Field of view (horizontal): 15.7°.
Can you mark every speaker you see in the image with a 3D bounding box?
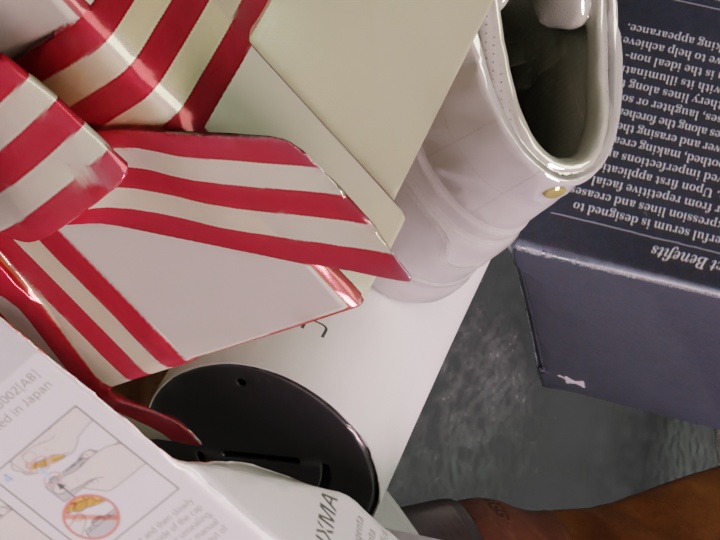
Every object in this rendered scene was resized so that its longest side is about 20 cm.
[{"bbox_3d":[0.000,0.000,0.879,0.082,0.081,0.200,66,34,-31],"label":"speaker"}]

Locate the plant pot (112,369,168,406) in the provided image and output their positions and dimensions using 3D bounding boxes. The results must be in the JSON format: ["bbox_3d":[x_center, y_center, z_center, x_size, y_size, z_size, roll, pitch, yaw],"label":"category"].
[{"bbox_3d":[-0.116,0.038,0.801,0.199,0.027,0.202,-7,98,-53],"label":"plant pot"}]

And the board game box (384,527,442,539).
[{"bbox_3d":[-0.026,0.174,0.817,0.035,0.125,0.202,-31,129,-66],"label":"board game box"}]

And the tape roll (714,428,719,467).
[{"bbox_3d":[0.205,0.101,1.170,0.203,0.037,0.204,-13,90,-69],"label":"tape roll"}]

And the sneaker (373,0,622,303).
[{"bbox_3d":[0.030,-0.104,0.812,0.073,0.115,0.201,-3,71,-32],"label":"sneaker"}]

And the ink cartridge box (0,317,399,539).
[{"bbox_3d":[-0.077,0.106,0.734,0.200,0.162,0.057,44,24,-18],"label":"ink cartridge box"}]

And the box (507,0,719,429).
[{"bbox_3d":[0.139,-0.058,1.029,0.149,0.106,0.201,70,36,-67],"label":"box"}]

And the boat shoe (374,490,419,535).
[{"bbox_3d":[0.002,0.147,0.889,0.075,0.060,0.201,26,32,-42],"label":"boat shoe"}]

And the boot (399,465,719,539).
[{"bbox_3d":[0.117,0.156,0.979,0.199,0.189,0.069,-2,128,-34],"label":"boot"}]

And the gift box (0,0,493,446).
[{"bbox_3d":[-0.066,-0.066,0.693,0.200,0.184,0.187,44,50,-20],"label":"gift box"}]
